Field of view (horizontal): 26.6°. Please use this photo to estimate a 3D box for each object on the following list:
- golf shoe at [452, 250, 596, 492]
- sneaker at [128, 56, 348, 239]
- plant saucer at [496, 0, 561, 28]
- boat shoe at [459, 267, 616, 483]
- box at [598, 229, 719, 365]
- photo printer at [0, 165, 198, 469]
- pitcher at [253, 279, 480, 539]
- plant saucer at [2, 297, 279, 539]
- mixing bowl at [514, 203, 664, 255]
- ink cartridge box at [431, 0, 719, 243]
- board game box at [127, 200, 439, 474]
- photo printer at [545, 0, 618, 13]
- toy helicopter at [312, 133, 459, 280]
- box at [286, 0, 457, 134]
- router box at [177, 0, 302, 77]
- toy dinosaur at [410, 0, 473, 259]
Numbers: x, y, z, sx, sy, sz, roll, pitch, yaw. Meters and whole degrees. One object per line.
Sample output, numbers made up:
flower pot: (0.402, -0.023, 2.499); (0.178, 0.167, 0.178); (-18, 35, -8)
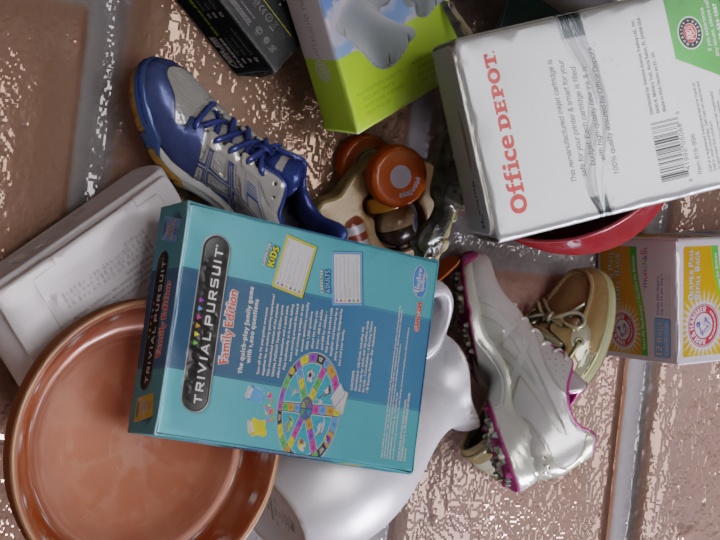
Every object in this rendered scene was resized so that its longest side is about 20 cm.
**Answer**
golf shoe: (0.130, 0.075, 1.234); (0.091, 0.075, 0.201); (-13, 74, -2)
sneaker: (-0.082, -0.078, 1.092); (0.200, 0.088, 0.075); (53, 40, -23)
plant saucer: (0.131, -0.160, 1.224); (0.019, 0.069, 0.201); (47, 53, -56)
boat shoe: (0.150, 0.080, 1.287); (0.063, 0.073, 0.201); (35, 81, -35)
box: (0.318, 0.021, 1.378); (0.199, 0.101, 0.113); (-2, 94, -34)
photo printer: (-0.160, 0.053, 1.071); (0.166, 0.069, 0.201); (-39, 114, -26)
pitcher: (0.001, 0.109, 1.143); (0.200, 0.121, 0.172); (-35, 138, -32)
plant saucer: (-0.146, 0.118, 1.025); (0.199, 0.032, 0.202); (-3, 95, -34)
mixing bowl: (0.178, -0.088, 1.241); (0.201, 0.199, 0.108); (-62, 148, -15)
ink cartridge box: (0.163, -0.113, 1.089); (0.199, 0.083, 0.148); (-13, 95, -9)
board game box: (-0.048, 0.049, 1.030); (0.199, 0.047, 0.152); (13, 80, -30)
photo printer: (0.167, -0.290, 1.179); (0.199, 0.069, 0.167); (33, 71, -9)
toy helicopter: (0.000, 0.000, 1.183); (0.132, 0.079, 0.200); (44, 82, -26)
box: (0.001, -0.215, 1.100); (0.122, 0.048, 0.201); (-33, 119, -31)
router box: (-0.088, -0.264, 1.104); (0.150, 0.062, 0.200); (-49, 117, -21)
toy dinosaur: (0.087, -0.095, 1.145); (0.088, 0.047, 0.202); (5, 94, -37)
